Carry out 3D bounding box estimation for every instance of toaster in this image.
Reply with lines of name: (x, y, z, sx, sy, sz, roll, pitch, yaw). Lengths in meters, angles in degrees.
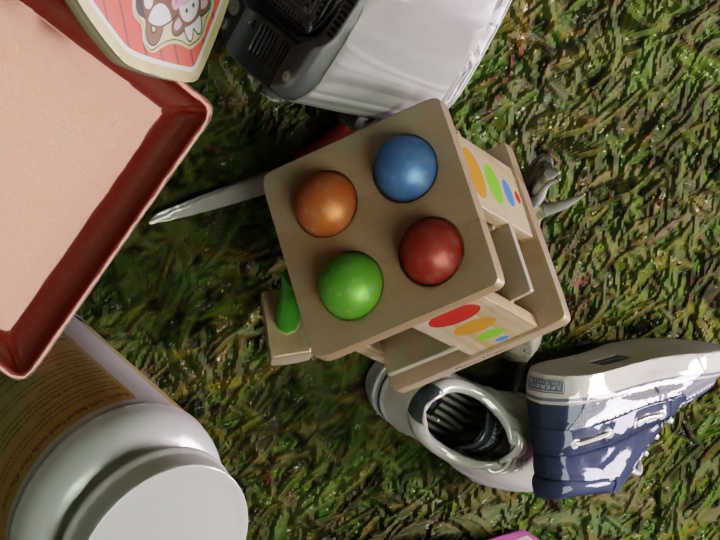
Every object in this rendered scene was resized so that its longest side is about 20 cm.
toaster: (0.016, -0.183, 1.634, 0.129, 0.114, 0.201, 16, 106, -42)

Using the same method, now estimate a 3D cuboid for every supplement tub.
supplement tub: (-0.172, 0.120, 1.620, 0.144, 0.200, 0.145, -22, 130, -29)

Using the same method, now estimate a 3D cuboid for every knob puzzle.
knob puzzle: (-0.106, -0.198, 1.525, 0.219, 0.030, 0.221, -22, 116, -60)

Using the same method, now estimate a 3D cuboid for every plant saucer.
plant saucer: (-0.218, -0.071, 1.558, 0.199, 0.037, 0.200, 37, 85, -24)

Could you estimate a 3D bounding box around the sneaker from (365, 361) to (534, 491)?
sneaker: (0.087, 0.118, 1.878, 0.200, 0.071, 0.073, 24, 102, -39)

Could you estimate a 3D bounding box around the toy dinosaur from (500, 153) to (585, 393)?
toy dinosaur: (0.089, 0.013, 1.798, 0.077, 0.102, 0.201, -16, 123, -24)

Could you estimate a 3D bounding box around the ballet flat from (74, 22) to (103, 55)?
ballet flat: (-0.143, -0.187, 1.559, 0.070, 0.071, 0.201, -23, 127, -19)

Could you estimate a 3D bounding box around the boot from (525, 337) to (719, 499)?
boot: (0.187, 0.103, 1.905, 0.199, 0.073, 0.091, -9, 103, -43)

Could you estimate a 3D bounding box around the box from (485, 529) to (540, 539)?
box: (0.076, 0.300, 1.915, 0.201, 0.096, 0.176, -64, 158, 13)

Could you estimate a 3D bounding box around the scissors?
scissors: (-0.041, -0.057, 1.732, 0.200, 0.014, 0.073, -33, 131, -14)

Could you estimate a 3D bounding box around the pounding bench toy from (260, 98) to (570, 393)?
pounding bench toy: (0.000, 0.000, 1.675, 0.199, 0.125, 0.156, -24, 161, 17)
